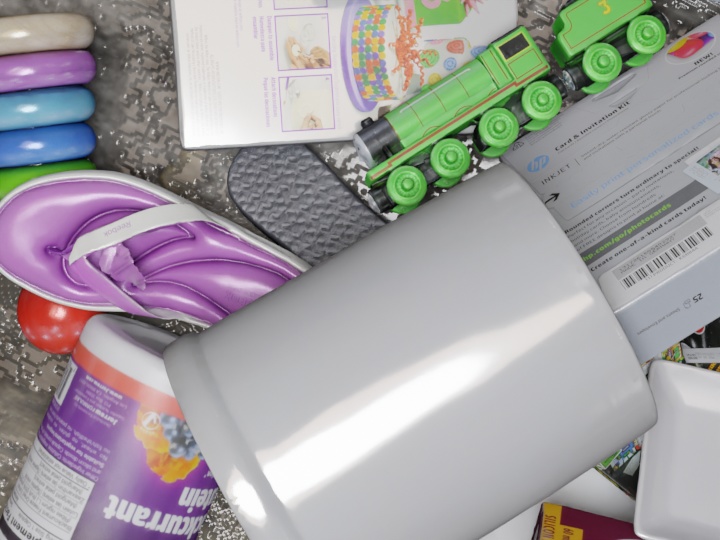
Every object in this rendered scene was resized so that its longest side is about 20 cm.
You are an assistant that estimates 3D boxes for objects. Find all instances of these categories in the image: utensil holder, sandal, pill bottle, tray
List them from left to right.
[{"bbox_3d":[-0.147,0.137,0.896,0.111,0.111,0.201,24,95,3],"label":"pill bottle"},{"bbox_3d":[-0.114,-0.006,0.866,0.201,0.050,0.083,14,98,-5],"label":"sandal"},{"bbox_3d":[0.000,-0.001,0.919,0.076,0.043,0.201,-37,83,-3],"label":"sandal"},{"bbox_3d":[0.026,0.061,0.779,0.199,0.170,0.171,-31,90,-2],"label":"utensil holder"},{"bbox_3d":[0.249,0.120,0.840,0.198,0.022,0.108,13,60,0],"label":"tray"}]

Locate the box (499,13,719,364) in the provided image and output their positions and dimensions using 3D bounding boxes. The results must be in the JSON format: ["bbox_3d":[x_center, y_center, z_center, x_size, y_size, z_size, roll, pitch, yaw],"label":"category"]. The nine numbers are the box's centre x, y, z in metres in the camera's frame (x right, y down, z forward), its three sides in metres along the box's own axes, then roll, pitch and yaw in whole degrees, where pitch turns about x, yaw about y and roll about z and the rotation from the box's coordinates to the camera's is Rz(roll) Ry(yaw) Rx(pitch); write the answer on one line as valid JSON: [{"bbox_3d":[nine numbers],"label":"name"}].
[{"bbox_3d":[0.173,-0.052,0.824,0.155,0.200,0.041,-32,121,5],"label":"box"}]

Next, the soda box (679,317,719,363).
[{"bbox_3d":[0.270,-0.010,0.852,0.199,0.071,0.064,-19,91,-13],"label":"soda box"}]

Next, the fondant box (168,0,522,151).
[{"bbox_3d":[-0.011,-0.147,0.882,0.198,0.058,0.146,-4,92,-6],"label":"fondant box"}]

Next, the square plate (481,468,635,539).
[{"bbox_3d":[0.134,0.095,0.894,0.197,0.028,0.202,-13,93,-12],"label":"square plate"}]

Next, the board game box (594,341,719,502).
[{"bbox_3d":[0.185,0.028,0.880,0.105,0.023,0.200,39,81,-7],"label":"board game box"}]

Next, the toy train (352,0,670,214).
[{"bbox_3d":[0.082,-0.100,0.849,0.199,0.042,0.057,-32,86,-6],"label":"toy train"}]

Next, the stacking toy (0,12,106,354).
[{"bbox_3d":[-0.190,-0.049,0.910,0.085,0.085,0.202,-6,96,5],"label":"stacking toy"}]

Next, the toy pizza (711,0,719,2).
[{"bbox_3d":[0.194,-0.249,0.857,0.199,0.032,0.202,2,86,-27],"label":"toy pizza"}]

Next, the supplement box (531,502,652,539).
[{"bbox_3d":[0.179,0.204,0.797,0.198,0.110,0.086,13,109,6],"label":"supplement box"}]
